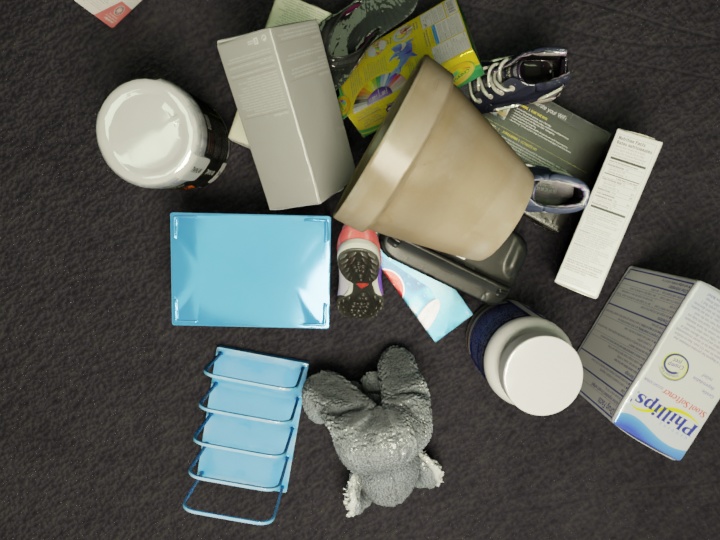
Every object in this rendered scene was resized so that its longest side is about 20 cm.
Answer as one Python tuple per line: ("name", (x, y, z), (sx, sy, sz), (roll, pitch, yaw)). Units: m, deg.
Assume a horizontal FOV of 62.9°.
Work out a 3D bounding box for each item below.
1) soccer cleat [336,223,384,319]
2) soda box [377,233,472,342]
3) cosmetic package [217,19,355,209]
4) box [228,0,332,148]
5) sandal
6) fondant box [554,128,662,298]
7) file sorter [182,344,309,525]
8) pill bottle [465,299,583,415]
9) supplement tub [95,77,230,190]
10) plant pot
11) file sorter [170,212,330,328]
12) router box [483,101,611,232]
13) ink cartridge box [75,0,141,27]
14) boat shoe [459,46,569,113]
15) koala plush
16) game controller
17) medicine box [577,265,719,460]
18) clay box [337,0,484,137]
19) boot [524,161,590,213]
("soccer cleat", (0.000, 0.000, 0.787), (0.067, 0.201, 0.074), (2, 59, 2))
("soda box", (0.070, -0.003, 0.827), (0.068, 0.064, 0.201), (-36, 94, 4))
("cosmetic package", (-0.081, -0.185, 0.708), (0.089, 0.107, 0.202), (0, 113, 29))
("box", (-0.105, -0.256, 0.796), (0.081, 0.068, 0.202), (22, 96, -3))
("sandal", (-0.012, -0.300, 0.739), (0.200, 0.048, 0.075), (-44, 99, 3))
("fondant box", (0.321, -0.067, 0.775), (0.058, 0.144, 0.202), (24, 97, 18))
("file sorter", (-0.160, 0.228, 0.824), (0.137, 0.123, 0.203), (10, 96, -2))
("pill bottle", (0.210, 0.109, 0.770), (0.114, 0.200, 0.117), (0, 96, 1))
("supplement tub", (-0.235, -0.164, 0.740), (0.121, 0.200, 0.124), (0, 97, 0))
("plant pot", (0.091, -0.105, 0.658), (0.172, 0.200, 0.202), (29, 96, -7))
("file sorter", (-0.137, -0.006, 0.790), (0.197, 0.123, 0.141), (1, 96, -1))
("router box", (0.219, -0.165, 0.813), (0.198, 0.051, 0.150), (28, 96, -1))
("ink cartridge box", (-0.292, -0.421, 0.755), (0.200, 0.116, 0.068), (-41, 95, 3))
("boat shoe", (0.163, -0.238, 0.736), (0.197, 0.093, 0.076), (-10, 92, 6))
("koala plush", (0.029, 0.247, 0.811), (0.175, 0.184, 0.202), (-15, 118, -13))
("game controller", (0.125, -0.033, 0.777), (0.198, 0.042, 0.105), (25, 89, -13))
("medicine box", (0.386, 0.110, 0.779), (0.102, 0.182, 0.202), (28, 96, -3))
("clay box", (0.049, -0.255, 0.757), (0.198, 0.048, 0.116), (-23, 52, 22))
("boot", (0.184, -0.112, 0.745), (0.197, 0.090, 0.074), (4, 102, 2))
